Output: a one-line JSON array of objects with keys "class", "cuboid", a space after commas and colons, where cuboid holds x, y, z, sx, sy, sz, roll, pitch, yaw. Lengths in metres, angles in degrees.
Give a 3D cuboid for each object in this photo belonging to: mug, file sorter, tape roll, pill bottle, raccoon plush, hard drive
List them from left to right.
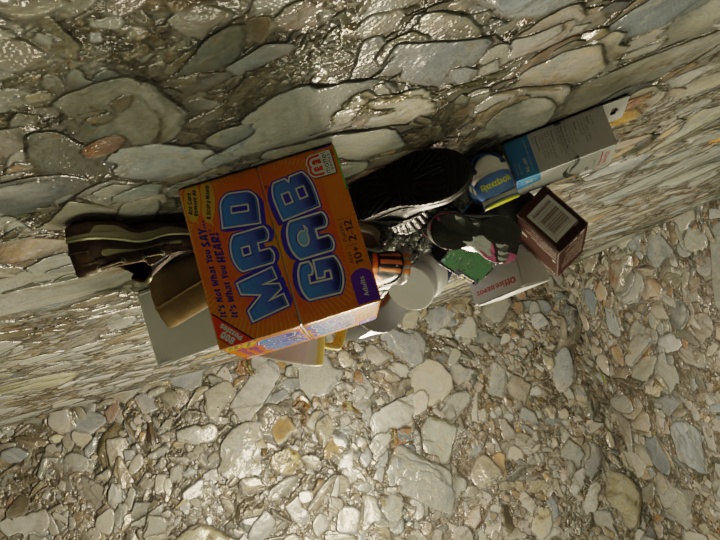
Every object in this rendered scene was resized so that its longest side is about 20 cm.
[{"class": "file sorter", "cuboid": [-0.277, 0.074, 1.281, 0.198, 0.140, 0.124, -21, 173, 16]}, {"class": "mug", "cuboid": [-0.115, 0.069, 1.159, 0.148, 0.155, 0.186, 9, 176, 19]}, {"class": "tape roll", "cuboid": [0.001, 0.032, 1.349, 0.199, 0.203, 0.066, -8, 166, -46]}, {"class": "raccoon plush", "cuboid": [0.085, -0.103, 1.221, 0.201, 0.097, 0.134, -50, 148, 8]}, {"class": "pill bottle", "cuboid": [0.126, -0.014, 1.361, 0.115, 0.116, 0.200, -23, -163, 32]}, {"class": "hard drive", "cuboid": [0.234, -0.074, 1.278, 0.139, 0.038, 0.201, 26, 107, -44]}]

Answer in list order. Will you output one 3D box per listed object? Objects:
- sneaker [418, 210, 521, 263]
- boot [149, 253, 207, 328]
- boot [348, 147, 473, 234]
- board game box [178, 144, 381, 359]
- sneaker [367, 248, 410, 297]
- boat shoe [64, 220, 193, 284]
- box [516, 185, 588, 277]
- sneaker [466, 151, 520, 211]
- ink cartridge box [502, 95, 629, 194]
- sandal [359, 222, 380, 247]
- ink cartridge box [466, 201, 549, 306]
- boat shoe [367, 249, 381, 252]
[{"class": "sneaker", "cuboid": [0.185, -0.069, 1.188, 0.198, 0.081, 0.086, 15, -172, -29]}, {"class": "boot", "cuboid": [-0.229, 0.044, 1.094, 0.198, 0.177, 0.066, -26, 161, 22]}, {"class": "boot", "cuboid": [0.095, -0.115, 1.049, 0.209, 0.081, 0.157, -11, 168, 31]}, {"class": "board game box", "cuboid": [-0.097, -0.013, 0.917, 0.198, 0.202, 0.200, -17, 170, -3]}, {"class": "sneaker", "cuboid": [0.000, 0.000, 1.168, 0.111, 0.079, 0.200, 4, 163, -18]}, {"class": "boat shoe", "cuboid": [-0.283, -0.019, 0.896, 0.074, 0.076, 0.201, -11, 175, 39]}, {"class": "box", "cuboid": [0.333, -0.064, 1.219, 0.075, 0.100, 0.200, -46, 161, 4]}, {"class": "sneaker", "cuboid": [0.201, -0.151, 1.104, 0.073, 0.083, 0.200, -27, -170, 4]}, {"class": "ink cartridge box", "cuboid": [0.330, -0.192, 1.094, 0.198, 0.067, 0.116, -20, 170, 13]}, {"class": "sandal", "cuboid": [-0.060, -0.054, 1.083, 0.198, 0.055, 0.080, 10, 158, -23]}, {"class": "ink cartridge box", "cuboid": [0.275, -0.047, 1.409, 0.085, 0.202, 0.146, -10, 169, -36]}, {"class": "boat shoe", "cuboid": [-0.019, -0.031, 1.263, 0.199, 0.075, 0.062, -35, 179, -43]}]
